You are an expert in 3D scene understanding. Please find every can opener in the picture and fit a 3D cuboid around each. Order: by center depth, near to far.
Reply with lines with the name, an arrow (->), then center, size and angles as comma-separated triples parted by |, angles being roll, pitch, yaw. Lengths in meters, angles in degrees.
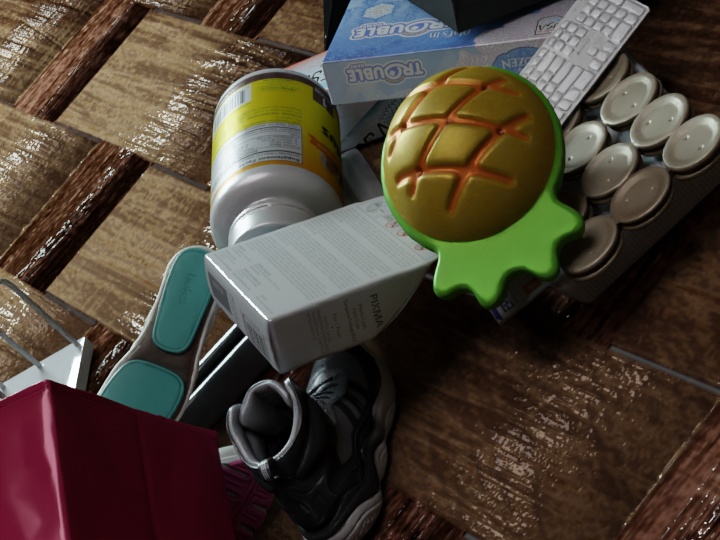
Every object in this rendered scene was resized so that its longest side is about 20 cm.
can opener -> -0.156, 0.112, 1.784 | 0.200, 0.067, 0.053 | -47, 32, -4

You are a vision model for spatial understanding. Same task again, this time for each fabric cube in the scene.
fabric cube -> -0.210, 0.218, 1.527 | 0.195, 0.200, 0.201 | -26, 63, 27

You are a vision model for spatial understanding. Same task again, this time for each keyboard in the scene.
keyboard -> 0.136, -0.129, 1.651 | 0.056, 0.011, 0.200 | 31, 78, 37

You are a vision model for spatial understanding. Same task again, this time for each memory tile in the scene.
memory tile -> 0.170, -0.076, 1.590 | 0.153, 0.017, 0.200 | -45, 30, 2

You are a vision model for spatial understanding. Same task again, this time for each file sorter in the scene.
file sorter -> -0.356, 0.118, 1.959 | 0.199, 0.125, 0.139 | -28, 35, 24

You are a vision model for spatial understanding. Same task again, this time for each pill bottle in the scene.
pill bottle -> -0.068, -0.069, 1.813 | 0.109, 0.109, 0.201 | -31, 34, 21

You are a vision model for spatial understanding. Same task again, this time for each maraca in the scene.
maraca -> 0.084, -0.062, 1.565 | 0.136, 0.107, 0.201 | -28, 53, 12

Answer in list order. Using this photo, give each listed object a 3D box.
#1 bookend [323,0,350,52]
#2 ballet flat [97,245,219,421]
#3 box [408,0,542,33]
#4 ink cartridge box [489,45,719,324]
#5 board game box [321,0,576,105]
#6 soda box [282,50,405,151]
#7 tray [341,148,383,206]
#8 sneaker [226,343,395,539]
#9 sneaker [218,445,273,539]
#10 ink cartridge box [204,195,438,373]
bookend -> 0.076, -0.288, 1.940 | 0.198, 0.200, 0.092 | 5, 38, -5
ballet flat -> -0.155, 0.077, 1.744 | 0.069, 0.069, 0.201 | 3, 63, 51
box -> 0.127, -0.273, 1.766 | 0.199, 0.079, 0.141 | -22, 28, -16
ink cartridge box -> 0.158, -0.059, 1.641 | 0.200, 0.041, 0.200 | -41, 30, 8
board game box -> 0.086, -0.207, 1.795 | 0.198, 0.044, 0.200 | -5, 32, 16
soda box -> -0.012, -0.151, 1.925 | 0.199, 0.068, 0.064 | -18, 37, 37
tray -> -0.023, -0.032, 1.843 | 0.107, 0.022, 0.200 | -41, 31, 8
sneaker -> -0.035, 0.101, 1.608 | 0.075, 0.114, 0.201 | -28, 35, 25
sneaker -> -0.151, 0.181, 1.682 | 0.199, 0.081, 0.089 | -32, 34, 19
ink cartridge box -> 0.000, 0.000, 1.653 | 0.199, 0.048, 0.160 | -18, 23, -15
